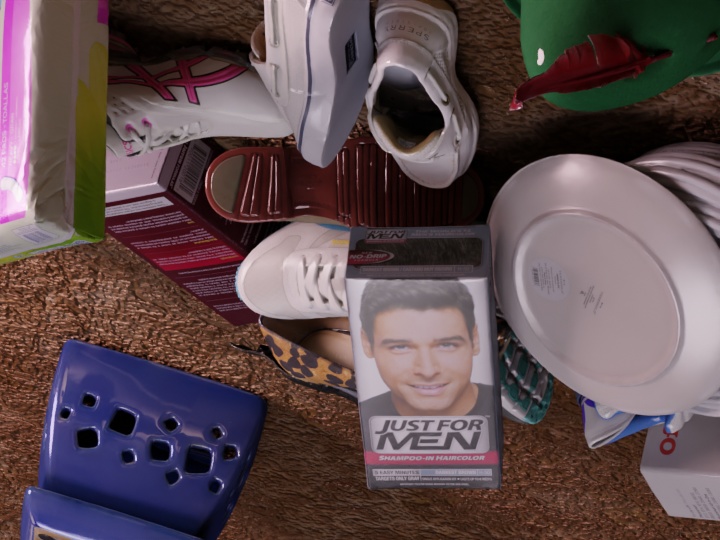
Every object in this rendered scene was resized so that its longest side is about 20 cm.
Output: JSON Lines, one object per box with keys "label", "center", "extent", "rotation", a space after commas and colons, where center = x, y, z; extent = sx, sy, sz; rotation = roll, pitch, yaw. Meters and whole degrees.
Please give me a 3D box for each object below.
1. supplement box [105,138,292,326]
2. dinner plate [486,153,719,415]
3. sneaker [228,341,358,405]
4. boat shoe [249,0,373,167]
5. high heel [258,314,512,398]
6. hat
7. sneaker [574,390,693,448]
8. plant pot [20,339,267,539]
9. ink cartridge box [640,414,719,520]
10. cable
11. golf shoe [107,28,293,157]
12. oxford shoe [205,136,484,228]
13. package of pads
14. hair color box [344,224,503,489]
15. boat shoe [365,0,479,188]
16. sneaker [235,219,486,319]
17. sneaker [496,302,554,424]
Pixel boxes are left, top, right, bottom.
{"label": "supplement box", "center": [-0.115, -0.033, 1.864], "extent": [0.109, 0.061, 0.200], "rotation": [-7, 145, 42]}
{"label": "dinner plate", "center": [0.163, 0.015, 1.643], "extent": [0.200, 0.024, 0.200], "rotation": [23, 130, 30]}
{"label": "sneaker", "center": [-0.018, 0.079, 1.986], "extent": [0.104, 0.060, 0.200], "rotation": [20, -179, -31]}
{"label": "boat shoe", "center": [-0.037, -0.141, 1.601], "extent": [0.070, 0.071, 0.200], "rotation": [27, 157, 14]}
{"label": "high heel", "center": [0.015, 0.050, 1.807], "extent": [0.142, 0.072, 0.200], "rotation": [29, 150, -17]}
{"label": "hat", "center": [0.134, -0.101, 1.443], "extent": [0.200, 0.176, 0.166], "rotation": [31, 151, -27]}
{"label": "sneaker", "center": [0.157, 0.054, 1.776], "extent": [0.200, 0.147, 0.081], "rotation": [10, 154, 11]}
{"label": "plant pot", "center": [-0.210, 0.201, 2.251], "extent": [0.200, 0.180, 0.200], "rotation": [18, 154, -2]}
{"label": "ink cartridge box", "center": [0.319, 0.107, 1.790], "extent": [0.200, 0.146, 0.084], "rotation": [2, 152, 26]}
{"label": "cable", "center": [0.237, 0.006, 1.641], "extent": [0.200, 0.069, 0.200], "rotation": [-17, 106, 46]}
{"label": "golf shoe", "center": [-0.138, -0.110, 1.689], "extent": [0.200, 0.092, 0.073], "rotation": [9, 153, 11]}
{"label": "oxford shoe", "center": [-0.007, -0.064, 1.759], "extent": [0.200, 0.071, 0.075], "rotation": [6, -175, 9]}
{"label": "package of pads", "center": [-0.236, -0.106, 1.626], "extent": [0.068, 0.200, 0.154], "rotation": [12, 163, -41]}
{"label": "hair color box", "center": [0.047, 0.063, 1.716], "extent": [0.099, 0.061, 0.200], "rotation": [-1, 129, 7]}
{"label": "boat shoe", "center": [0.034, -0.103, 1.619], "extent": [0.071, 0.069, 0.200], "rotation": [9, 152, 15]}
{"label": "sneaker", "center": [0.000, 0.000, 1.771], "extent": [0.200, 0.077, 0.081], "rotation": [-7, -167, 17]}
{"label": "sneaker", "center": [0.074, 0.052, 1.920], "extent": [0.091, 0.078, 0.200], "rotation": [-8, 136, 47]}
